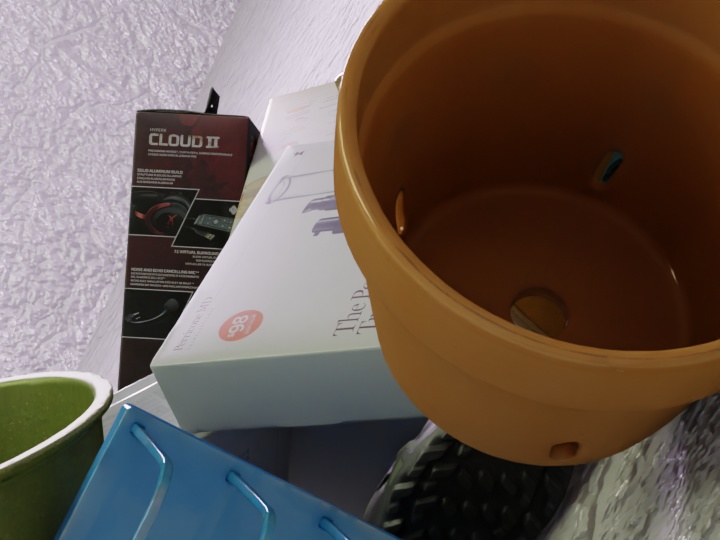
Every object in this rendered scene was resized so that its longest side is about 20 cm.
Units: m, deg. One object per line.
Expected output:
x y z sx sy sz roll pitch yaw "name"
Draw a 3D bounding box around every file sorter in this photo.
-0.033 0.166 0.925 0.139 0.200 0.123 -63 13 -2 "file sorter"

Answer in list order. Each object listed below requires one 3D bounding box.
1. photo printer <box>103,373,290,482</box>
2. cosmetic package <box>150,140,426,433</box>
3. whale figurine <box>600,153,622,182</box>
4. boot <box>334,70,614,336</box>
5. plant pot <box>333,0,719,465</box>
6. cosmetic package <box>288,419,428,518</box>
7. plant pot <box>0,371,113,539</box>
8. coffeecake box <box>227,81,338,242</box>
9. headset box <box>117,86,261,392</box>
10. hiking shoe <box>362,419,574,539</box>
-0.110 0.158 1.212 0.166 0.069 0.200 -28 -49 -41 "photo printer"
0.000 0.000 1.172 0.151 0.052 0.200 -8 33 28 "cosmetic package"
0.097 -0.104 1.075 0.159 0.104 0.200 -25 -28 -32 "whale figurine"
0.099 -0.059 1.013 0.144 0.201 0.071 -34 25 15 "boot"
0.083 -0.014 0.897 0.140 0.200 0.200 102 -173 -56 "plant pot"
-0.016 0.093 1.292 0.200 0.102 0.074 -50 18 46 "cosmetic package"
-0.182 0.169 1.038 0.200 0.200 0.190 -90 -16 -79 "plant pot"
0.012 -0.045 1.359 0.153 0.073 0.200 -14 30 16 "coffeecake box"
-0.104 -0.015 1.445 0.149 0.075 0.200 59 -145 -86 "headset box"
0.039 0.101 1.071 0.200 0.076 0.101 -57 15 32 "hiking shoe"
